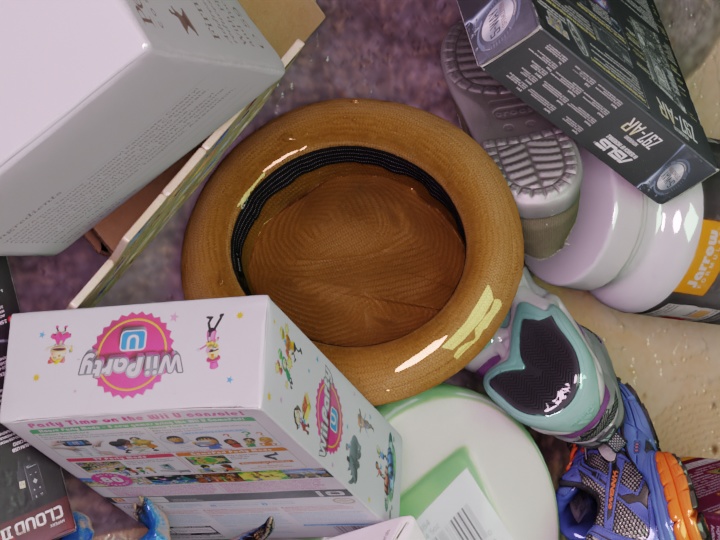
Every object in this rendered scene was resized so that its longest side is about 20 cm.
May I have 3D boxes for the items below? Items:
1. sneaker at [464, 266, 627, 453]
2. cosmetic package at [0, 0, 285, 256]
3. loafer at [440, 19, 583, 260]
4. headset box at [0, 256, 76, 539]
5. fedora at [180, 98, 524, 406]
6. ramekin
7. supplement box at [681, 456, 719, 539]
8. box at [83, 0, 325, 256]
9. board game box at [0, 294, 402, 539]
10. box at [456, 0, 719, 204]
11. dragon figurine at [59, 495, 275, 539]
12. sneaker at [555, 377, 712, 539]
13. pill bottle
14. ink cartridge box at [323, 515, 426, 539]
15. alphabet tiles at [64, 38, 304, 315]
[{"bbox_3d":[0.089,0.035,1.722,0.078,0.200,0.140,-38,149,8],"label":"sneaker"},{"bbox_3d":[-0.170,-0.118,1.412,0.168,0.166,0.200,56,15,9],"label":"cosmetic package"},{"bbox_3d":[0.088,-0.080,1.705,0.075,0.201,0.070,-5,130,0],"label":"loafer"},{"bbox_3d":[-0.242,0.082,1.501,0.148,0.077,0.201,-22,105,-34],"label":"headset box"},{"bbox_3d":[0.000,0.000,1.639,0.201,0.200,0.082,-64,157,-16],"label":"fedora"},{"bbox_3d":[0.021,0.154,1.685,0.199,0.097,0.201,-1,92,-37],"label":"ramekin"},{"bbox_3d":[0.237,0.174,1.784,0.110,0.200,0.086,-15,101,-36],"label":"supplement box"},{"bbox_3d":[-0.126,-0.133,1.613,0.200,0.021,0.164,-51,119,-24],"label":"box"},{"bbox_3d":[-0.079,0.082,1.527,0.200,0.147,0.065,47,43,-60],"label":"board game box"},{"bbox_3d":[0.119,-0.146,1.673,0.200,0.043,0.161,32,34,-47],"label":"box"},{"bbox_3d":[-0.133,0.176,1.536,0.059,0.199,0.100,62,36,-39],"label":"dragon figurine"},{"bbox_3d":[0.146,0.125,1.733,0.078,0.200,0.076,-21,110,-3],"label":"sneaker"},{"bbox_3d":[0.201,-0.027,1.803,0.199,0.116,0.117,7,87,-37],"label":"pill bottle"},{"bbox_3d":[-0.037,0.234,1.577,0.146,0.199,0.085,62,27,-20],"label":"ink cartridge box"},{"bbox_3d":[-0.102,-0.037,1.555,0.006,0.166,0.200,40,66,-1],"label":"alphabet tiles"}]
